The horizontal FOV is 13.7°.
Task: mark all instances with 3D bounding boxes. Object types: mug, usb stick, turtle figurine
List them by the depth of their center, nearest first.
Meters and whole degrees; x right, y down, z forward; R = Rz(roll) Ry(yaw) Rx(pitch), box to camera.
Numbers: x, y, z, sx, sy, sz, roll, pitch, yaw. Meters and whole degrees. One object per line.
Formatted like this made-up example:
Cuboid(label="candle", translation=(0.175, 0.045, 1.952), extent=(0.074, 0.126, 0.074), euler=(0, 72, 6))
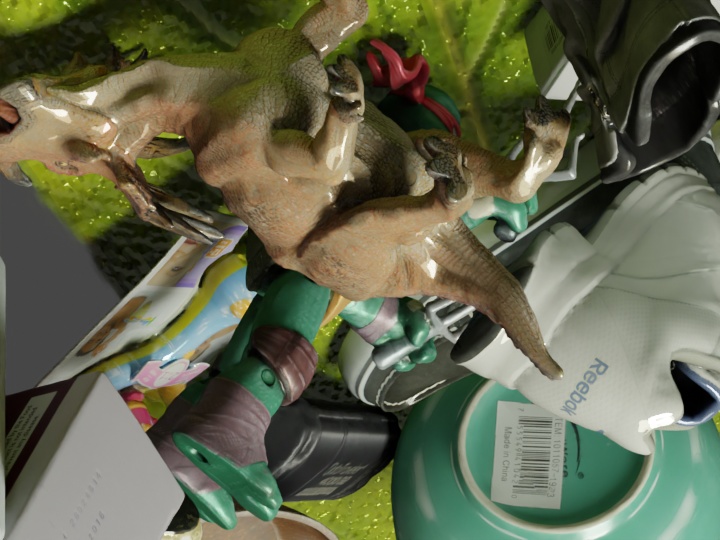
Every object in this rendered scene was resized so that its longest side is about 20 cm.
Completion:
Cuboid(label="turtle figurine", translation=(0.000, 0.000, 1.094), extent=(0.200, 0.101, 0.150), euler=(-51, 171, -17))
Cuboid(label="usb stick", translation=(-0.021, 0.077, 1.278), extent=(0.055, 0.033, 0.200), euler=(-39, 170, 6))
Cuboid(label="mug", translation=(0.099, 0.111, 1.334), extent=(0.152, 0.185, 0.115), euler=(-39, 154, -15))

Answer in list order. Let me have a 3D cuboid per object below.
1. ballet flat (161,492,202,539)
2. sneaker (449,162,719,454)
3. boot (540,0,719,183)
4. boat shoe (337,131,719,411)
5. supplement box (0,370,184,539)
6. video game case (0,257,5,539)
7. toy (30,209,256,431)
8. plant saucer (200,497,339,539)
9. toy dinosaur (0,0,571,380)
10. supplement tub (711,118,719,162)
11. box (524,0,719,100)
Cuboid(label="ballet flat", translation=(-0.149, 0.087, 1.096), extent=(0.199, 0.057, 0.066), euler=(7, -167, 21))
Cuboid(label="sneaker", translation=(0.104, 0.020, 1.110), extent=(0.075, 0.087, 0.200), euler=(-55, 169, 28))
Cuboid(label="boot", translation=(0.078, -0.118, 0.914), extent=(0.070, 0.132, 0.200), euler=(-23, 156, -3))
Cuboid(label="boat shoe", translation=(0.071, 0.007, 1.252), extent=(0.200, 0.057, 0.069), euler=(-39, 153, 27))
Cuboid(label="supplement box", translation=(-0.169, 0.107, 1.008), extent=(0.199, 0.109, 0.061), euler=(-14, 121, 30))
Cuboid(label="video game case", translation=(-0.201, 0.075, 1.005), extent=(0.182, 0.200, 0.023), euler=(-28, 116, 7))
Cuboid(label="toy", translation=(-0.090, 0.060, 1.172), extent=(0.200, 0.047, 0.115), euler=(-47, 159, 16))
Cuboid(label="plant saucer", translation=(-0.099, 0.151, 1.190), extent=(0.200, 0.035, 0.201), euler=(-24, 146, -17))
Cuboid(label="toy dinosaur", translation=(-0.019, -0.030, 0.992), extent=(0.136, 0.200, 0.086), euler=(-42, -168, 38))
Cuboid(label="supplement tub", translation=(0.222, 0.027, 1.260), extent=(0.144, 0.200, 0.145), euler=(-20, 156, -10))
Cuboid(label="box", translation=(0.178, -0.111, 1.093), extent=(0.199, 0.036, 0.144), euler=(0, 147, -24))
